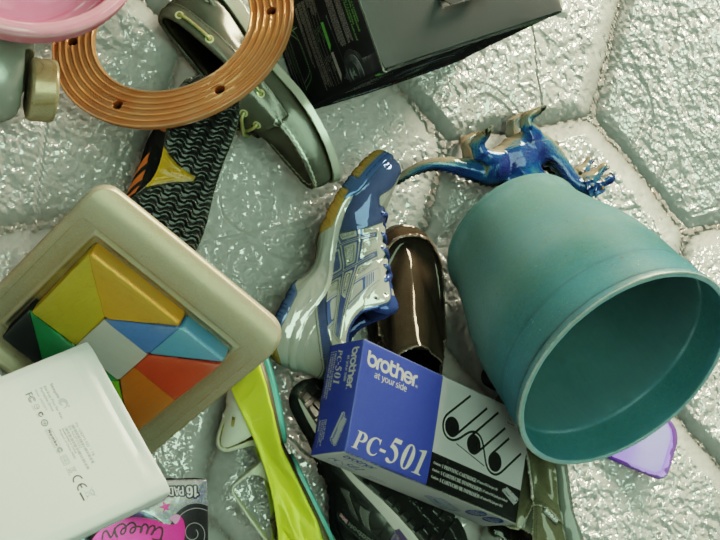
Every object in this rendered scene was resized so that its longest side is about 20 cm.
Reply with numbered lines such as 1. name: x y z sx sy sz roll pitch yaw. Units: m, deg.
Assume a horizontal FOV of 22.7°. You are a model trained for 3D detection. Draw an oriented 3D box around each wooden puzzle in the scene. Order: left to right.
1. wooden puzzle: -0.187 0.051 1.374 0.185 0.200 0.037 40 34 -14

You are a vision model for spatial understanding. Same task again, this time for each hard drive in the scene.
1. hard drive: -0.253 0.145 1.280 0.199 0.026 0.132 -23 73 -30

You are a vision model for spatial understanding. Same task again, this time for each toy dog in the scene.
1. toy dog: -0.288 -0.189 1.411 0.131 0.096 0.201 24 62 -16

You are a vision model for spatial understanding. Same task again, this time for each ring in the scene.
1. ring: -0.149 -0.191 1.431 0.199 0.019 0.201 -7 57 10

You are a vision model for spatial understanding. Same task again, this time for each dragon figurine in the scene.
1. dragon figurine: 0.132 -0.081 1.574 0.199 0.059 0.100 -23 93 -24

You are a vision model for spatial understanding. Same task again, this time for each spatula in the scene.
1. spatula: 0.195 0.127 1.600 0.199 0.021 0.057 24 78 -18

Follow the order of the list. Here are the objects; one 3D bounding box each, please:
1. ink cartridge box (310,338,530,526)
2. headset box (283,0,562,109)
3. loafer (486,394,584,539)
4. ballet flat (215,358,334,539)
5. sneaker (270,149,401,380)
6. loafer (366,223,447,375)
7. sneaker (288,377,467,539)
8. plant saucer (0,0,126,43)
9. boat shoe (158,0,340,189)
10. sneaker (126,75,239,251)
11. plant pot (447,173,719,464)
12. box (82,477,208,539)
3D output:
1. ink cartridge box: 0.052 0.134 1.445 0.199 0.044 0.095 26 64 -37
2. headset box: 0.045 -0.214 1.475 0.173 0.200 0.093 -21 92 -23
3. loafer: 0.142 0.199 1.532 0.069 0.075 0.201 -12 74 -18
4. ballet flat: -0.081 0.152 1.466 0.067 0.067 0.201 -20 94 -6
5. sneaker: 0.000 0.000 1.491 0.088 0.075 0.201 23 82 10
6. loafer: 0.047 0.059 1.519 0.073 0.071 0.201 1 85 -22
7. sneaker: -0.007 0.185 1.479 0.200 0.087 0.076 52 31 0
8. plant saucer: -0.264 -0.259 1.364 0.199 0.051 0.202 9 66 -21
9. boat shoe: -0.091 -0.147 1.484 0.060 0.072 0.202 -35 92 -21
10. sneaker: -0.155 -0.055 1.436 0.070 0.090 0.201 24 75 -9
11. plant pot: 0.172 0.023 1.491 0.199 0.188 0.201 -19 137 -19
12. box: -0.226 0.218 1.359 0.199 0.132 0.115 1 83 -22
